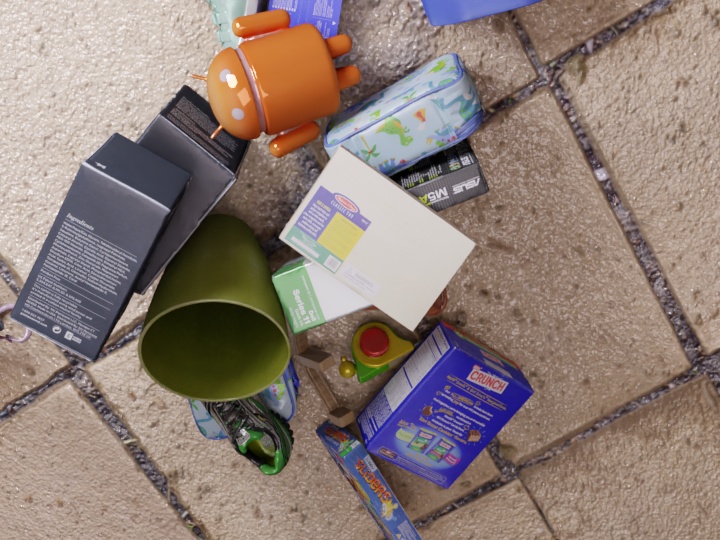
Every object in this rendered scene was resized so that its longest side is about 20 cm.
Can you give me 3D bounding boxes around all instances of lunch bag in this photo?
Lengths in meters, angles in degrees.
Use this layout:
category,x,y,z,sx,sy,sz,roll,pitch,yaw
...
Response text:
category,x,y,z,sx,sy,sz,roll,pitch,yaw
lunch bag,0.055,-0.190,1.270,0.198,0.161,0.083,-27,112,11
lunch bag,-0.175,0.132,1.428,0.158,0.083,0.203,-14,108,5

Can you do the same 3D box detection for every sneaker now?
category,x,y,z,sx,sy,sz,roll,pitch,yaw
sneaker,-0.183,-0.331,1.275,0.116,0.074,0.203,12,112,3
sneaker,-0.161,0.192,1.363,0.078,0.085,0.200,-40,104,9

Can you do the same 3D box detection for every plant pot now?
category,x,y,z,sx,sy,sz,roll,pitch,yaw
plant pot,-0.184,0.030,1.290,0.184,0.202,0.189,-3,135,-3

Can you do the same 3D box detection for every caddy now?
category,x,y,z,sx,sy,sz,roll,pitch,yaw
caddy,0.147,-0.374,1.223,0.197,0.142,0.106,-14,114,4

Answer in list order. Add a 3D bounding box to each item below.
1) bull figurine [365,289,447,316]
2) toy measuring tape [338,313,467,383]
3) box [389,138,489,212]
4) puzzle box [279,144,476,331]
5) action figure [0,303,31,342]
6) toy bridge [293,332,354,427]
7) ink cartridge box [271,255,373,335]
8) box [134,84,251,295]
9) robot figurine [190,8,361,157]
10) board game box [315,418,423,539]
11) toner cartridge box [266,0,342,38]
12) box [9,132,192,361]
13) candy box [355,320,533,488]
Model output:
category,x,y,z,sx,sy,sz,roll,pitch,yaw
bull figurine,0.025,0.010,1.396,0.197,0.065,0.123,5,107,-3
toy measuring tape,0.053,0.092,1.435,0.198,0.074,0.074,-28,109,-9
box,0.059,-0.106,1.285,0.191,0.200,0.048,-23,106,7
puzzle box,0.020,-0.038,1.188,0.199,0.025,0.134,35,104,-8
action figure,-0.585,0.099,1.424,0.148,0.135,0.200,8,133,-48
toy bridge,-0.064,0.126,1.436,0.027,0.067,0.202,-30,112,-26
ink cartridge box,0.000,0.000,1.291,0.197,0.147,0.084,-21,95,8
box,-0.250,-0.107,1.283,0.124,0.197,0.200,39,105,-12
robot figurine,-0.100,-0.227,1.225,0.197,0.117,0.145,-19,142,-11
board game box,0.015,0.319,1.468,0.034,0.135,0.201,-35,108,-12
toner cartridge box,-0.073,-0.326,1.289,0.093,0.043,0.203,10,109,-4
box,-0.286,-0.030,1.128,0.106,0.149,0.202,27,108,-9
candy box,0.119,0.193,1.433,0.168,0.077,0.200,31,109,-31
